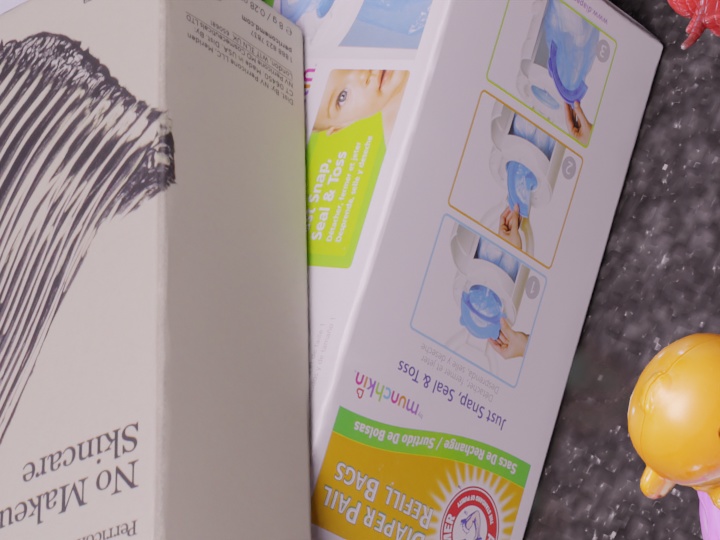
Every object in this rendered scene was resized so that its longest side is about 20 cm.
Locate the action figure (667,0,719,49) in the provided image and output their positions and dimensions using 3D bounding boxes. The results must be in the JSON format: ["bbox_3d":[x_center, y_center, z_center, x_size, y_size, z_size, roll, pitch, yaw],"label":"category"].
[{"bbox_3d":[0.167,-0.097,0.840,0.199,0.065,0.099,-20,40,35],"label":"action figure"}]

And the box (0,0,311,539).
[{"bbox_3d":[-0.064,0.012,0.853,0.082,0.068,0.201,-23,54,31],"label":"box"}]

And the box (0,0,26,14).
[{"bbox_3d":[-0.082,-0.157,1.089,0.176,0.097,0.201,18,81,46],"label":"box"}]

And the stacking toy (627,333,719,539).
[{"bbox_3d":[0.123,0.060,0.705,0.116,0.200,0.110,-56,43,6],"label":"stacking toy"}]

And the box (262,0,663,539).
[{"bbox_3d":[0.000,0.000,0.924,0.112,0.101,0.201,3,71,44],"label":"box"}]
